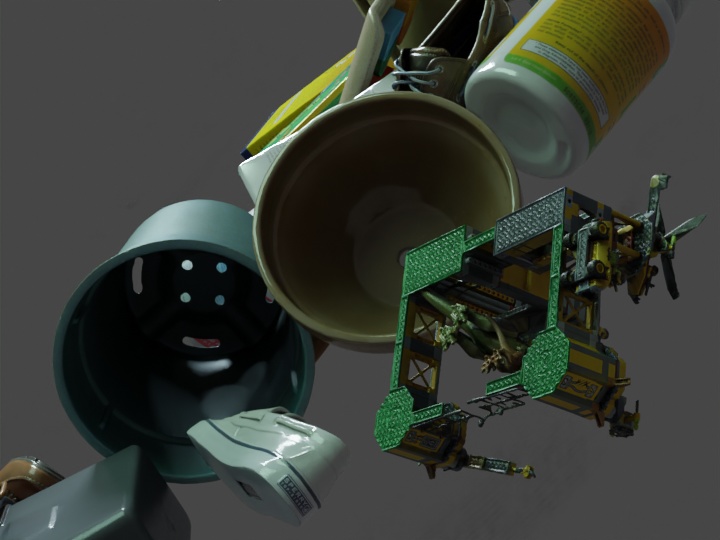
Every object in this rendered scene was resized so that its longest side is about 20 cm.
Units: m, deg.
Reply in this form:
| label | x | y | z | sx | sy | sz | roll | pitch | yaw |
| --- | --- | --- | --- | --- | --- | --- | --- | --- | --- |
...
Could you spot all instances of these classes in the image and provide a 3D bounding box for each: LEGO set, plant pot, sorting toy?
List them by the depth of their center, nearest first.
| label | x | y | z | sx | sy | sz | roll | pitch | yaw |
| --- | --- | --- | --- | --- | --- | --- | --- | --- | --- |
| LEGO set | 0.107 | 0.042 | 0.922 | 0.200 | 0.116 | 0.154 | -35 | 43 | 46 |
| plant pot | 0.028 | -0.024 | 1.244 | 0.201 | 0.201 | 0.093 | -44 | -27 | -6 |
| plant pot | -0.135 | 0.041 | 1.358 | 0.200 | 0.200 | 0.196 | -40 | 15 | 12 |
| sorting toy | 0.013 | -0.188 | 1.557 | 0.200 | 0.036 | 0.186 | -71 | 0 | -57 |

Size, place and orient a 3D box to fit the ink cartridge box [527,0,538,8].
| label | x | y | z | sx | sy | sz | roll | pitch | yaw |
| --- | --- | --- | --- | --- | --- | --- | --- | --- | --- |
| ink cartridge box | 0.260 | -0.289 | 1.529 | 0.200 | 0.083 | 0.145 | -43 | 12 | -1 |

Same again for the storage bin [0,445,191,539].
| label | x | y | z | sx | sy | sz | roll | pitch | yaw |
| --- | --- | --- | --- | --- | --- | --- | --- | --- | --- |
| storage bin | -0.204 | 0.205 | 1.220 | 0.134 | 0.146 | 0.200 | -32 | 13 | 1 |

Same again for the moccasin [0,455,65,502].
| label | x | y | z | sx | sy | sz | roll | pitch | yaw |
| --- | --- | --- | --- | --- | --- | --- | --- | --- | --- |
| moccasin | -0.363 | 0.244 | 1.703 | 0.201 | 0.074 | 0.078 | -26 | 30 | 45 |

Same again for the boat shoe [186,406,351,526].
| label | x | y | z | sx | sy | sz | roll | pitch | yaw |
| --- | --- | --- | --- | --- | --- | --- | --- | --- | --- |
| boat shoe | -0.061 | 0.130 | 1.179 | 0.065 | 0.074 | 0.200 | -41 | 21 | -16 |

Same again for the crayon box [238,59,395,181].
| label | x | y | z | sx | sy | sz | roll | pitch | yaw |
| --- | --- | --- | --- | --- | --- | --- | --- | --- | --- |
| crayon box | -0.014 | -0.127 | 1.757 | 0.200 | 0.119 | 0.058 | -45 | 13 | -14 |

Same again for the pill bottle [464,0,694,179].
| label | x | y | z | sx | sy | sz | roll | pitch | yaw |
| --- | --- | --- | --- | --- | --- | --- | --- | --- | --- |
| pill bottle | 0.182 | -0.176 | 1.329 | 0.200 | 0.111 | 0.111 | -48 | 14 | -25 |

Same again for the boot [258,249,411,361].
| label | x | y | z | sx | sy | sz | roll | pitch | yaw |
| --- | --- | --- | --- | --- | --- | --- | --- | --- | --- |
| boot | 0.000 | 0.000 | 1.418 | 0.200 | 0.068 | 0.188 | -51 | 25 | -13 |

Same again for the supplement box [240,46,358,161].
| label | x | y | z | sx | sy | sz | roll | pitch | yaw |
| --- | --- | --- | --- | --- | --- | --- | --- | --- | --- |
| supplement box | -0.024 | -0.170 | 1.955 | 0.200 | 0.109 | 0.110 | -32 | 16 | 38 |

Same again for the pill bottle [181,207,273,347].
| label | x | y | z | sx | sy | sz | roll | pitch | yaw |
| --- | --- | --- | --- | --- | --- | --- | --- | --- | --- |
| pill bottle | -0.091 | -0.001 | 1.595 | 0.200 | 0.109 | 0.109 | -30 | 17 | 44 |

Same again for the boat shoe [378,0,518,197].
| label | x | y | z | sx | sy | sz | roll | pitch | yaw |
| --- | --- | --- | --- | --- | --- | --- | --- | --- | --- |
| boat shoe | 0.056 | -0.149 | 1.341 | 0.072 | 0.072 | 0.200 | 12 | 58 | 36 |

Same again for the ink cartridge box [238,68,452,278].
| label | x | y | z | sx | sy | sz | roll | pitch | yaw |
| --- | --- | --- | --- | --- | --- | --- | --- | --- | --- |
| ink cartridge box | 0.007 | -0.065 | 1.379 | 0.176 | 0.045 | 0.200 | -31 | 42 | 1 |

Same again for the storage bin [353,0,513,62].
| label | x | y | z | sx | sy | sz | roll | pitch | yaw |
| --- | --- | --- | --- | --- | --- | --- | --- | --- | --- |
| storage bin | 0.062 | -0.328 | 1.641 | 0.094 | 0.200 | 0.198 | -30 | -4 | -36 |
